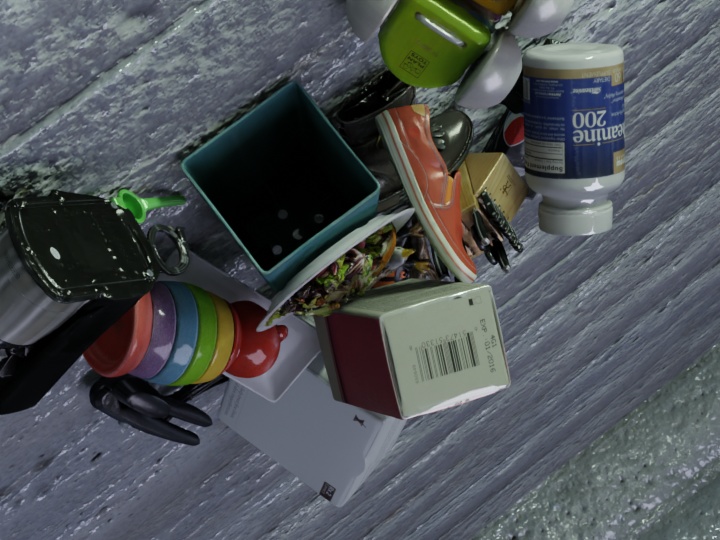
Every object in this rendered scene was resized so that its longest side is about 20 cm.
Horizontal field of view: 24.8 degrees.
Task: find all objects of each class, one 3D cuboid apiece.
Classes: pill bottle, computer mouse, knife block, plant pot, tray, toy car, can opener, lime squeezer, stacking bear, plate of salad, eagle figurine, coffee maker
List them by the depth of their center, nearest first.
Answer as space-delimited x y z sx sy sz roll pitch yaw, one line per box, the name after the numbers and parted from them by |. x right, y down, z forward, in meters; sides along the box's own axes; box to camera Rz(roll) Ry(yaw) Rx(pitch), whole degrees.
-0.280 0.037 1.465 0.191 0.135 0.200 19 134 -37 | coffee maker
0.095 -0.266 1.534 0.200 0.175 0.150 -54 -169 31 | toy car
-0.235 -0.044 1.549 0.199 0.038 0.071 -26 155 -33 | lime squeezer
-0.019 0.007 1.638 0.200 0.048 0.200 -37 175 -3 | plate of salad
-0.072 -0.063 1.649 0.141 0.141 0.200 -36 166 -7 | plant pot
-0.171 0.064 1.680 0.199 0.114 0.122 9 131 -37 | stacking bear
-0.142 0.056 1.767 0.200 0.022 0.107 33 114 -20 | tray
0.235 -0.144 1.804 0.111 0.111 0.201 -18 111 -43 | pill bottle
0.100 -0.048 1.822 0.064 0.199 0.176 51 62 -31 | knife block
0.003 -0.003 1.857 0.199 0.152 0.151 -24 153 -35 | eagle figurine
0.200 -0.179 1.865 0.059 0.034 0.200 -37 125 16 | computer mouse
-0.237 0.163 1.868 0.063 0.079 0.200 -45 147 2 | can opener
-0.186 0.103 1.906 0.109 0.044 0.200 -27 155 -26 | computer mouse

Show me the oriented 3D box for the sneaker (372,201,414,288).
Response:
0.052 -0.001 2.026 0.070 0.090 0.200 -19 151 -42 | sneaker

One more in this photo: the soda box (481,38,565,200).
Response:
0.212 -0.177 1.948 0.070 0.064 0.200 12 136 -16 | soda box

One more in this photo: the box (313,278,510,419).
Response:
0.049 0.077 1.690 0.127 0.110 0.200 -15 -174 -19 | box

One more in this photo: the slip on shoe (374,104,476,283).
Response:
0.079 -0.078 1.681 0.061 0.201 0.074 -24 -170 -1 | slip on shoe

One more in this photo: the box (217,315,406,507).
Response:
-0.043 0.141 1.971 0.131 0.200 0.199 -46 167 -39 | box

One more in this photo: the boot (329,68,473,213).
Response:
0.050 -0.157 1.761 0.200 0.069 0.175 -38 151 -24 | boot
